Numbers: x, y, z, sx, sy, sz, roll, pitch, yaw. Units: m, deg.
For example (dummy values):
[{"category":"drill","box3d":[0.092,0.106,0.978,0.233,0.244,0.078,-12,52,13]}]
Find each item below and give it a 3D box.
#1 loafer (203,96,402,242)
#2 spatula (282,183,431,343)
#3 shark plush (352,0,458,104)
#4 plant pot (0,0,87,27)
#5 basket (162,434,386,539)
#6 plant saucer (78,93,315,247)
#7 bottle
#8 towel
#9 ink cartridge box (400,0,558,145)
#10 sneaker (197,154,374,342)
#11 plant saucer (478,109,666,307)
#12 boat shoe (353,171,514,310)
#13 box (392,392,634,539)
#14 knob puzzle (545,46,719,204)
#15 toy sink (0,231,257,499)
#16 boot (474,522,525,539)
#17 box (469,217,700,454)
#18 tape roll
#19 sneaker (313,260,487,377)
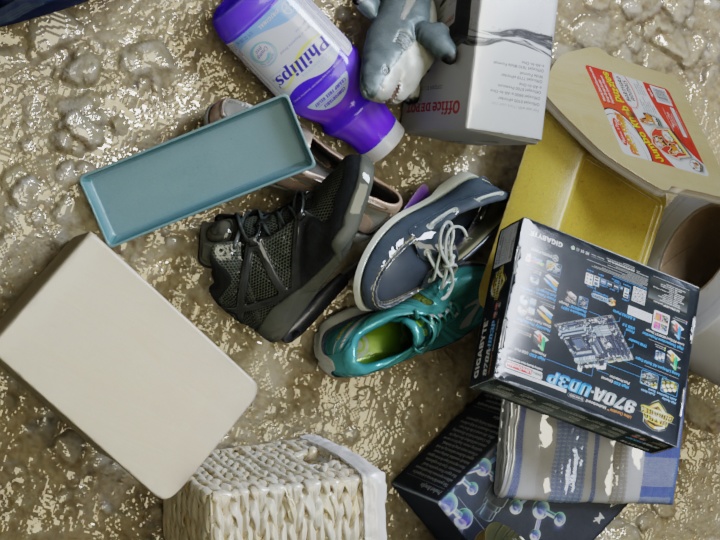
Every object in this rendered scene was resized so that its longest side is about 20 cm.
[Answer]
[{"category":"loafer","box3d":[-0.048,-0.101,1.525,0.200,0.063,0.072,35,45,-25]},{"category":"spatula","box3d":[0.000,0.000,1.582,0.200,0.021,0.057,-41,140,-11]},{"category":"shark plush","box3d":[0.029,-0.245,1.525,0.083,0.091,0.201,3,78,-25]},{"category":"plant pot","box3d":[-0.224,-0.318,1.377,0.179,0.200,0.201,-15,98,-27]},{"category":"basket","box3d":[-0.078,0.261,1.476,0.160,0.198,0.201,-4,96,-19]},{"category":"plant saucer","box3d":[-0.143,-0.088,1.477,0.199,0.019,0.070,-21,102,5]},{"category":"bottle","box3d":[-0.042,-0.182,1.527,0.083,0.065,0.200,-40,110,12]},{"category":"towel","box3d":[0.218,0.145,1.573,0.199,0.024,0.148,6,91,-24]},{"category":"ink cartridge box","box3d":[0.111,-0.221,1.552,0.083,0.145,0.201,6,91,-24]},{"category":"sneaker","box3d":[-0.072,-0.034,1.490,0.114,0.076,0.200,29,120,-17]},{"category":"plant saucer","box3d":[0.220,-0.029,1.631,0.199,0.048,0.201,24,82,-41]},{"category":"boat shoe","box3d":[0.071,-0.022,1.561,0.200,0.062,0.075,-36,134,-39]},{"category":"box","box3d":[0.159,0.197,1.621,0.200,0.107,0.149,-44,109,-15]},{"category":"knob puzzle","box3d":[0.250,-0.139,1.621,0.219,0.220,0.030,22,130,-19]},{"category":"toy sink","box3d":[-0.208,0.083,1.447,0.200,0.112,0.131,42,77,-12]},{"category":"boot","box3d":[0.122,0.340,1.558,0.175,0.200,0.066,42,35,4]},{"category":"box","box3d":[0.207,0.060,1.530,0.199,0.046,0.160,20,67,-19]},{"category":"tape roll","box3d":[0.378,0.014,1.654,0.139,0.202,0.204,30,82,-23]},{"category":"sneaker","box3d":[0.054,0.054,1.581,0.199,0.080,0.078,-26,104,-21]}]
